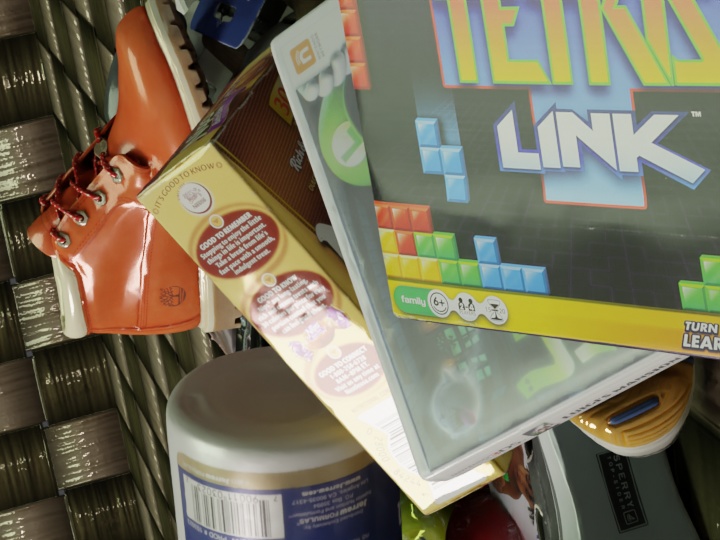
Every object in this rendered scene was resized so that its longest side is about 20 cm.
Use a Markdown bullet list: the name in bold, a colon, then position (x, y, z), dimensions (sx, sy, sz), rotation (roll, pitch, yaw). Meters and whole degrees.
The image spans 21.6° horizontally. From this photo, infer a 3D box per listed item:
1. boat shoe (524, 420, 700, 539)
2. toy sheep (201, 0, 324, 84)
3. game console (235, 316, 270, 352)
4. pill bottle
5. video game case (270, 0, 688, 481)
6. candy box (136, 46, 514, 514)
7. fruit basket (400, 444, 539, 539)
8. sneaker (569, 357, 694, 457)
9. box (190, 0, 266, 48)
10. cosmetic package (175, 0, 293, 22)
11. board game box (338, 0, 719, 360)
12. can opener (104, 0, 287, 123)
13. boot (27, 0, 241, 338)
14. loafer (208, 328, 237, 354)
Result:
- **boat shoe**: position (0.108, 0.118, 0.835), dimensions (0.066, 0.070, 0.200), rotation (130, 125, -81)
- **toy sheep**: position (-0.014, -0.078, 0.981), dimensions (0.200, 0.138, 0.138), rotation (67, 179, -55)
- **game console**: position (-0.019, 0.086, 1.073), dimensions (0.116, 0.176, 0.200), rotation (34, 126, 46)
- **pill bottle**: position (-0.034, 0.147, 0.935), dimensions (0.111, 0.111, 0.200), rotation (-131, 34, -61)
- **video game case**: position (0.061, -0.046, 0.711), dimensions (0.182, 0.023, 0.200), rotation (-32, 68, 33)
- **candy box**: position (0.000, 0.000, 0.867), dimensions (0.200, 0.056, 0.117), rotation (47, -146, -13)
- **fruit basket**: position (0.054, 0.128, 1.006), dimensions (0.200, 0.094, 0.185), rotation (-124, 23, -45)
- **sneaker**: position (0.083, -0.016, 0.773), dimensions (0.088, 0.075, 0.200), rotation (49, -153, -69)
- **box**: position (-0.042, -0.210, 0.927), dimensions (0.200, 0.032, 0.121), rotation (-66, 21, 4)
- **cosmetic package**: position (-0.048, -0.083, 1.157), dimensions (0.085, 0.108, 0.200), rotation (-116, 16, -44)
- **board game box**: position (0.086, -0.060, 0.569), dimensions (0.200, 0.057, 0.165), rotation (5, 114, 42)
- **can opener**: position (-0.071, -0.156, 1.020), dimensions (0.053, 0.200, 0.067), rotation (31, -177, 26)
- **boot**: position (-0.122, -0.047, 0.978), dimensions (0.075, 0.107, 0.200), rotation (-110, 15, -56)
- **loafer**: position (-0.070, 0.003, 1.124), dimensions (0.071, 0.073, 0.200), rotation (46, 167, 48)
